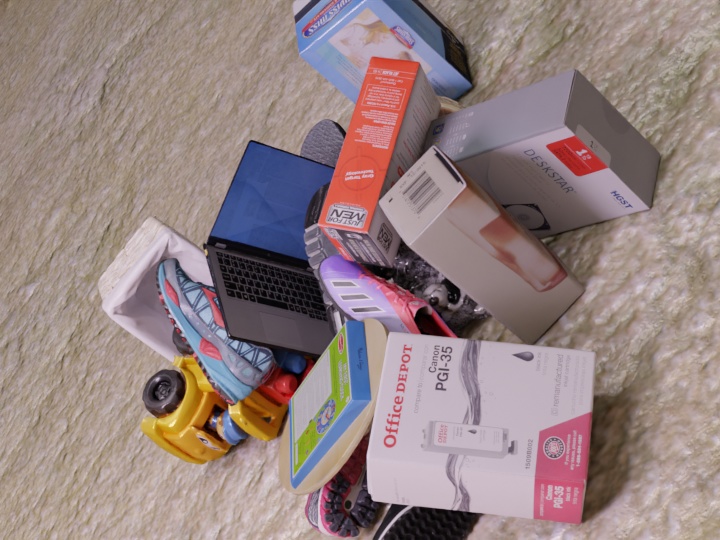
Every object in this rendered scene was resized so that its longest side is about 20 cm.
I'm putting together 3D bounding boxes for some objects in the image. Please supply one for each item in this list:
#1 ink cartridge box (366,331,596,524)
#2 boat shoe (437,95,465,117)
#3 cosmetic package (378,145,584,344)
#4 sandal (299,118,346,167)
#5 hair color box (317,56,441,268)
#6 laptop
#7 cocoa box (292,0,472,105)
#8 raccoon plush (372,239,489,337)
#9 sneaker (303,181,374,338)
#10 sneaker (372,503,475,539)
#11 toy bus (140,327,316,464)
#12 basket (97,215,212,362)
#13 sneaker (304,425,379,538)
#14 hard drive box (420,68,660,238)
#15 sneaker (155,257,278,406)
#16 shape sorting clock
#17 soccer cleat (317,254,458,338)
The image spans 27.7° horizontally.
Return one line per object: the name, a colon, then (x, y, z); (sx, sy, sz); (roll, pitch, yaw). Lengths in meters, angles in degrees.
ink cartridge box: (0.113, 0.145, 1.356); (0.200, 0.083, 0.147); (5, 54, 9)
boat shoe: (0.111, -0.178, 1.781); (0.065, 0.072, 0.200); (-24, 35, -36)
cosmetic package: (0.125, -0.025, 1.494); (0.087, 0.200, 0.103); (-46, 34, 8)
sandal: (-0.018, -0.089, 1.802); (0.076, 0.043, 0.200); (-24, 81, 26)
hair color box: (0.023, -0.116, 1.557); (0.061, 0.102, 0.200); (10, 71, 21)
laptop: (-0.072, -0.018, 1.682); (0.116, 0.187, 0.200); (-39, 54, 32)
cocoa box: (0.028, -0.291, 1.880); (0.133, 0.200, 0.131); (-36, 35, 23)
raccoon plush: (0.107, -0.008, 1.644); (0.097, 0.134, 0.200); (-44, -3, 40)
sneaker: (0.000, 0.000, 1.693); (0.075, 0.115, 0.200); (-18, 72, 30)
sneaker: (0.073, 0.222, 1.451); (0.200, 0.070, 0.090); (-53, 18, -3)
toy bus: (-0.138, 0.143, 1.744); (0.192, 0.136, 0.200); (13, 69, 38)
basket: (-0.226, 0.039, 1.880); (0.136, 0.200, 0.123); (-51, 26, -1)
sneaker: (-0.003, 0.187, 1.558); (0.075, 0.081, 0.200); (-9, 48, 61)
hard drive box: (0.188, -0.115, 1.546); (0.200, 0.156, 0.077); (-17, 46, 43)
sneaker: (-0.164, 0.059, 1.693); (0.096, 0.079, 0.200); (-31, 69, -7)
shape sorting clock: (-0.026, 0.141, 1.513); (0.200, 0.039, 0.200); (-53, 21, 31)
soccer cleat: (0.037, 0.041, 1.565); (0.068, 0.200, 0.073); (-31, -23, -39)
